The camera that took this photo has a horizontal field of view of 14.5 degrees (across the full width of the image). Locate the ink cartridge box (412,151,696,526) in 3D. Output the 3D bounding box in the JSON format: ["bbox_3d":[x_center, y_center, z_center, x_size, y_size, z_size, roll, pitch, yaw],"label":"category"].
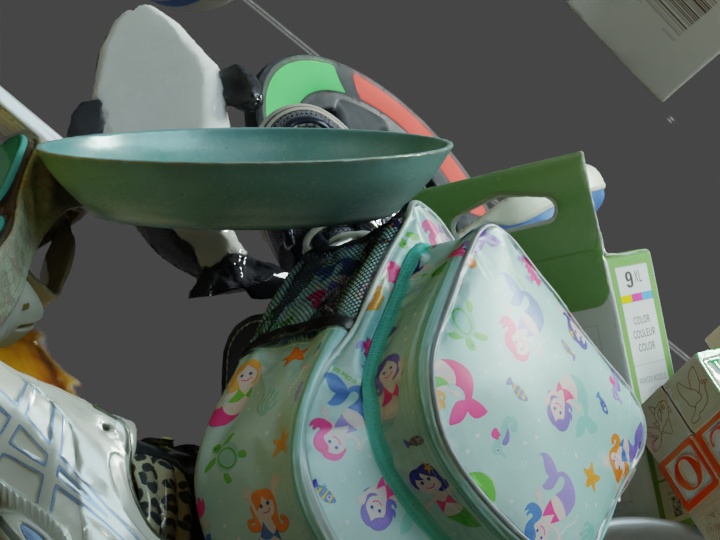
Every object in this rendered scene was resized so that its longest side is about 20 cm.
[{"bbox_3d":[0.100,0.045,1.453,0.059,0.104,0.200,-11,89,-61],"label":"ink cartridge box"}]

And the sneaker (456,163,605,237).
[{"bbox_3d":[0.076,0.030,1.558,0.200,0.077,0.111,-33,88,-27],"label":"sneaker"}]

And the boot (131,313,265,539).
[{"bbox_3d":[-0.069,0.089,1.343,0.154,0.073,0.204,23,43,-40],"label":"boot"}]

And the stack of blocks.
[{"bbox_3d":[0.230,0.063,1.436,0.200,0.059,0.115,-13,64,-43],"label":"stack of blocks"}]

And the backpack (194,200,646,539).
[{"bbox_3d":[0.025,0.087,1.280,0.178,0.151,0.200,52,47,-20],"label":"backpack"}]

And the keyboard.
[{"bbox_3d":[-0.198,-0.091,1.419,0.200,0.056,0.011,40,68,-16],"label":"keyboard"}]

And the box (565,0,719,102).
[{"bbox_3d":[0.261,-0.239,2.125,0.106,0.152,0.200,45,28,-5],"label":"box"}]

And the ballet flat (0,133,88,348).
[{"bbox_3d":[-0.167,0.000,1.332,0.062,0.067,0.200,48,28,-16],"label":"ballet flat"}]

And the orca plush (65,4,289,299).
[{"bbox_3d":[-0.085,-0.049,1.497,0.200,0.105,0.071,50,-12,34],"label":"orca plush"}]

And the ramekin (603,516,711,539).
[{"bbox_3d":[0.132,0.229,1.370,0.200,0.105,0.200,12,56,-18],"label":"ramekin"}]

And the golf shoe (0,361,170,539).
[{"bbox_3d":[-0.149,0.075,1.225,0.097,0.078,0.200,-29,87,-32],"label":"golf shoe"}]

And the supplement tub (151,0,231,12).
[{"bbox_3d":[-0.145,-0.232,1.573,0.200,0.132,0.132,20,40,-43],"label":"supplement tub"}]

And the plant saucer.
[{"bbox_3d":[-0.055,-0.044,1.363,0.200,0.200,0.036,-14,105,-59],"label":"plant saucer"}]

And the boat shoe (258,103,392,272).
[{"bbox_3d":[0.000,0.000,1.458,0.093,0.075,0.200,130,-60,-75],"label":"boat shoe"}]

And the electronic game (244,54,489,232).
[{"bbox_3d":[0.011,-0.044,1.656,0.200,0.042,0.200,34,32,-25],"label":"electronic game"}]
